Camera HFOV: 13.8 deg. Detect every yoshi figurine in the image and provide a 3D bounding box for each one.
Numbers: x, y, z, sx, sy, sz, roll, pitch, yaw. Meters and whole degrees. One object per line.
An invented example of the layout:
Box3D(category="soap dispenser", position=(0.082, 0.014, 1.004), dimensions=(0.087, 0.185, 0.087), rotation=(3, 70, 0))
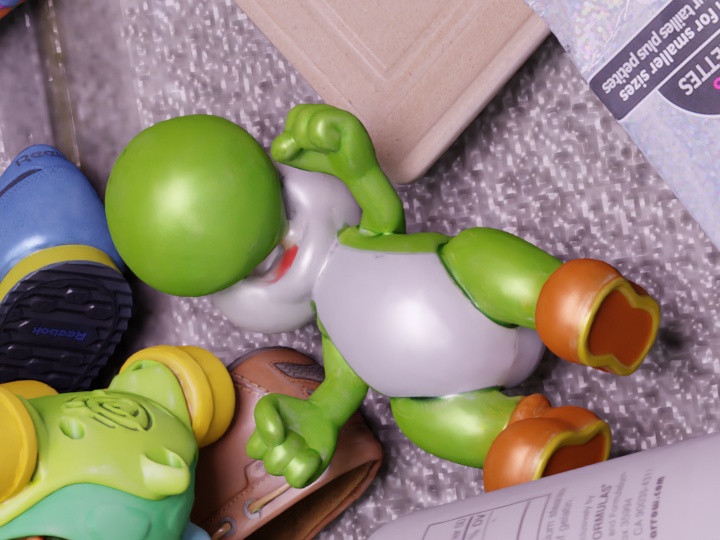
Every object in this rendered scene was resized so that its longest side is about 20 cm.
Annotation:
Box3D(category="yoshi figurine", position=(-0.009, 0.004, 0.988), dimensions=(0.200, 0.112, 0.112), rotation=(26, 148, 30))

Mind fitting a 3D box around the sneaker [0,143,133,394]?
Box3D(category="sneaker", position=(-0.151, 0.038, 1.125), dimensions=(0.200, 0.066, 0.079), rotation=(-54, 43, 31))

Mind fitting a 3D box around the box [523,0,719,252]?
Box3D(category="box", position=(0.168, -0.109, 0.884), dimensions=(0.200, 0.132, 0.115), rotation=(-43, 78, 25))

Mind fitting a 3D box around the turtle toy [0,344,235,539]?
Box3D(category="turtle toy", position=(-0.134, 0.092, 1.015), dimensions=(0.200, 0.146, 0.101), rotation=(-14, 88, 35))

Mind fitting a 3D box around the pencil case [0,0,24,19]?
Box3D(category="pencil case", position=(-0.200, -0.088, 1.115), dimensions=(0.200, 0.088, 0.088), rotation=(-36, 80, 25))

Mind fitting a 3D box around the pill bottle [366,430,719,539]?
Box3D(category="pill bottle", position=(0.054, 0.121, 0.883), dimensions=(0.200, 0.114, 0.115), rotation=(-17, 89, 29))

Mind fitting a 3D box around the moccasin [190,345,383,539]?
Box3D(category="moccasin", position=(-0.062, 0.122, 1.081), dimensions=(0.201, 0.074, 0.078), rotation=(-49, 65, 15))

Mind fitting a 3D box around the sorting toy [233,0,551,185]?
Box3D(category="sorting toy", position=(0.014, -0.160, 1.018), dimensions=(0.200, 0.036, 0.185), rotation=(50, 116, 17))
